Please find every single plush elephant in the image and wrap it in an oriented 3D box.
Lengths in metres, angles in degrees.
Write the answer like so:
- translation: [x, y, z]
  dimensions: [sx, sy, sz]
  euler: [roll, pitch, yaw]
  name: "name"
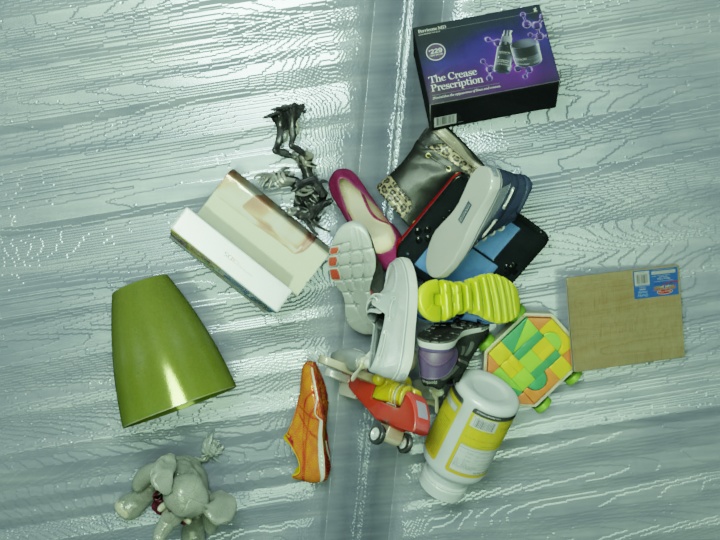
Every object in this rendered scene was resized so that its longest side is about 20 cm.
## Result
- translation: [-0.286, 0.364, 1.709]
  dimensions: [0.164, 0.155, 0.201]
  euler: [34, 97, -6]
  name: "plush elephant"

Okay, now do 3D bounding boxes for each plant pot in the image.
- translation: [-0.311, 0.117, 1.675]
  dimensions: [0.185, 0.187, 0.203]
  euler: [-20, 84, 2]
  name: "plant pot"

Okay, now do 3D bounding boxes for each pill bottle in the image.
- translation: [0.166, 0.267, 1.720]
  dimensions: [0.111, 0.112, 0.202]
  euler: [21, 115, -5]
  name: "pill bottle"

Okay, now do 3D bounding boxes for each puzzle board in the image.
- translation: [0.427, 0.076, 1.741]
  dimensions: [0.197, 0.017, 0.153]
  euler: [-6, 94, -13]
  name: "puzzle board"

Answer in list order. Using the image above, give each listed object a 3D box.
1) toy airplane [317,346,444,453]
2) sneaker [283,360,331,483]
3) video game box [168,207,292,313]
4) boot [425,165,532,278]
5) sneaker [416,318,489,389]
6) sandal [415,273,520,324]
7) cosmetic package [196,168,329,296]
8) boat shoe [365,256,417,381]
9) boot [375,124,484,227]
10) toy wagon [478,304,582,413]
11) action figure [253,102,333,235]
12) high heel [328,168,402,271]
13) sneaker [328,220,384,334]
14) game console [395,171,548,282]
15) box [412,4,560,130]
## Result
- translation: [0.037, 0.171, 1.672]
  dimensions: [0.198, 0.200, 0.142]
  euler: [33, 100, 7]
  name: "toy airplane"
- translation: [-0.089, 0.247, 1.743]
  dimensions: [0.076, 0.073, 0.204]
  euler: [1, 96, 8]
  name: "sneaker"
- translation: [-0.202, -0.012, 1.640]
  dimensions: [0.199, 0.182, 0.047]
  euler: [39, 83, -7]
  name: "video game box"
- translation: [0.179, -0.064, 1.620]
  dimensions: [0.089, 0.073, 0.201]
  euler: [7, 129, -34]
  name: "boot"
- translation: [0.140, 0.129, 1.678]
  dimensions: [0.075, 0.199, 0.089]
  euler: [9, 103, 29]
  name: "sneaker"
- translation: [0.158, 0.047, 1.679]
  dimensions: [0.197, 0.087, 0.081]
  euler: [4, 80, -26]
  name: "sandal"
- translation: [-0.149, -0.060, 1.676]
  dimensions: [0.199, 0.103, 0.088]
  euler: [39, 94, -8]
  name: "cosmetic package"
- translation: [0.041, 0.067, 1.606]
  dimensions: [0.067, 0.072, 0.203]
  euler: [13, 64, -16]
  name: "boat shoe"
- translation: [0.135, -0.119, 1.691]
  dimensions: [0.150, 0.073, 0.200]
  euler: [-43, 104, 9]
  name: "boot"
- translation: [0.259, 0.161, 1.754]
  dimensions: [0.200, 0.040, 0.155]
  euler: [-43, 97, 5]
  name: "toy wagon"
- translation: [-0.107, -0.148, 1.659]
  dimensions: [0.101, 0.118, 0.203]
  euler: [-15, 93, -29]
  name: "action figure"
- translation: [0.017, -0.072, 1.681]
  dimensions: [0.067, 0.096, 0.202]
  euler: [-28, 99, 3]
  name: "high heel"
- translation: [0.000, 0.000, 1.681]
  dimensions: [0.076, 0.082, 0.202]
  euler: [5, 126, 16]
  name: "sneaker"
- translation: [0.170, -0.038, 1.681]
  dimensions: [0.199, 0.031, 0.177]
  euler: [32, 114, -23]
  name: "game console"
- translation: [0.187, -0.307, 1.631]
  dimensions: [0.197, 0.079, 0.143]
  euler: [-11, 65, 0]
  name: "box"
